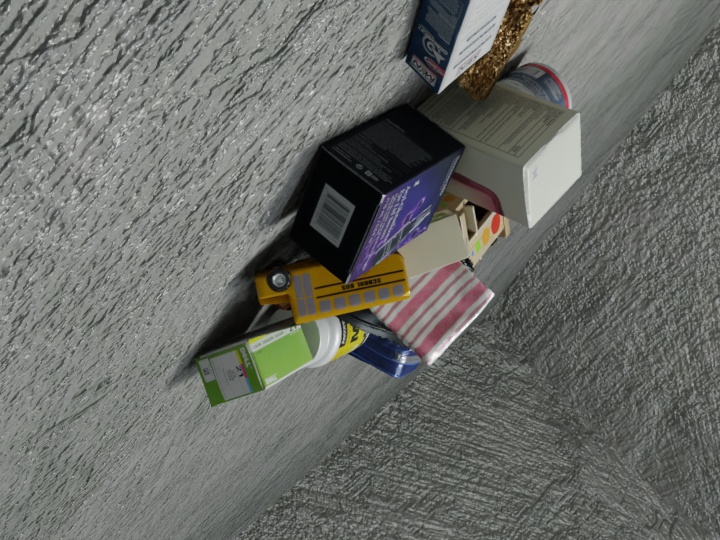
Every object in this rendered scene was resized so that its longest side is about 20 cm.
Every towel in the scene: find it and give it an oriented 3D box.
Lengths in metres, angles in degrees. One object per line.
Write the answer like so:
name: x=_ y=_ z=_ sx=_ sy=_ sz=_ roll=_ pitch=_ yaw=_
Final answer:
towel: x=0.080 y=0.021 z=1.585 sx=0.147 sy=0.200 sz=0.030 roll=-46 pitch=-171 yaw=0

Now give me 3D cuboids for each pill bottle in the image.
pill bottle: x=-0.066 y=0.089 z=1.740 sx=0.115 sy=0.114 sz=0.200 roll=-49 pitch=169 yaw=20
pill bottle: x=0.227 y=-0.230 z=1.690 sx=0.199 sy=0.120 sz=0.120 roll=-36 pitch=166 yaw=-39

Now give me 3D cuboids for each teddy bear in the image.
teddy bear: x=0.180 y=-0.317 z=1.396 sx=0.202 sy=0.066 sz=0.145 roll=-61 pitch=172 yaw=31

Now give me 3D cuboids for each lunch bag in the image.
lunch bag: x=0.021 y=0.093 z=1.888 sx=0.134 sy=0.198 sz=0.136 roll=-66 pitch=163 yaw=10

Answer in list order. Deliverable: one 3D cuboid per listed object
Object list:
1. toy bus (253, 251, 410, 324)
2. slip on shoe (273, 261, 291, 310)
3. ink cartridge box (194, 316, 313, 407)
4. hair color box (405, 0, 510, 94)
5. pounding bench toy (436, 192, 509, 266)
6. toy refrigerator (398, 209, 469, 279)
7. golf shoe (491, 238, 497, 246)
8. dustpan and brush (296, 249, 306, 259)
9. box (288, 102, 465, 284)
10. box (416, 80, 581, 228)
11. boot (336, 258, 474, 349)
toy bus: x=-0.039 y=0.017 z=1.450 sx=0.196 sy=0.080 sz=0.065 roll=-13 pitch=-169 yaw=-5
slip on shoe: x=-0.091 y=0.028 z=1.576 sx=0.074 sy=0.061 sz=0.200 roll=-49 pitch=170 yaw=7
ink cartridge box: x=-0.111 y=0.114 z=1.553 sx=0.197 sy=0.077 sz=0.147 roll=-19 pitch=-177 yaw=29
hair color box: x=0.115 y=-0.293 z=1.210 sx=0.100 sy=0.061 sz=0.201 roll=-41 pitch=167 yaw=-21
pounding bench toy: x=0.143 y=-0.117 z=1.724 sx=0.156 sy=0.123 sz=0.203 roll=-47 pitch=136 yaw=-38
toy refrigerator: x=0.043 y=-0.022 z=1.525 sx=0.197 sy=0.071 sz=0.076 roll=-20 pitch=-171 yaw=-2
golf shoe: x=0.137 y=-0.043 z=1.900 sx=0.196 sy=0.079 sz=0.095 roll=-10 pitch=162 yaw=-4
dustpan and brush: x=-0.010 y=-0.074 z=1.564 sx=0.201 sy=0.057 sz=0.140 roll=-50 pitch=-179 yaw=-16
box: x=0.022 y=-0.100 z=1.383 sx=0.199 sy=0.104 sz=0.149 roll=-34 pitch=155 yaw=-46
box: x=0.179 y=-0.165 z=1.464 sx=0.128 sy=0.198 sz=0.110 roll=-42 pitch=141 yaw=-26
boot: x=0.057 y=0.016 z=1.637 sx=0.170 sy=0.198 sz=0.077 roll=-62 pitch=-156 yaw=12
